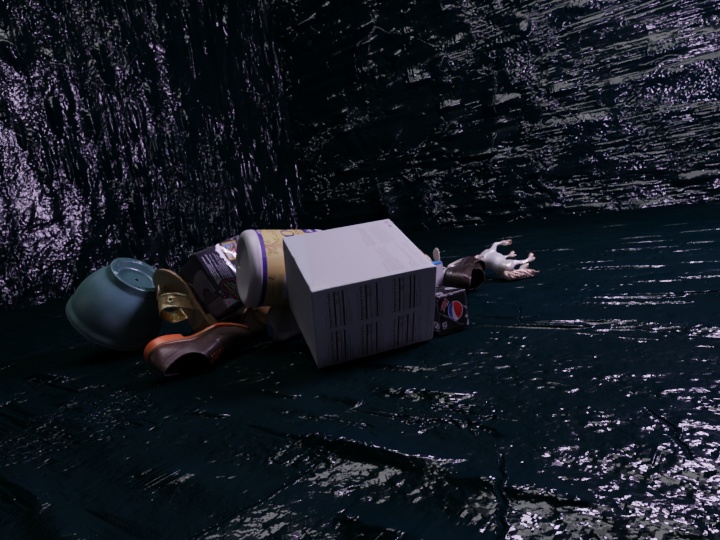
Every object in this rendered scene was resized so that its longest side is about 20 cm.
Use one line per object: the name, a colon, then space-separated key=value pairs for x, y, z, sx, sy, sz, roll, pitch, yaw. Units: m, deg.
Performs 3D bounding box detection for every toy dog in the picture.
toy dog: x=0.160 y=-0.014 z=1.308 sx=0.200 sy=0.096 sz=0.132 roll=-11 pitch=28 yaw=51

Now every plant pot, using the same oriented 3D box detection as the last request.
plant pot: x=-0.512 y=0.058 z=1.128 sx=0.200 sy=0.134 sz=0.200 roll=32 pitch=16 yaw=-10

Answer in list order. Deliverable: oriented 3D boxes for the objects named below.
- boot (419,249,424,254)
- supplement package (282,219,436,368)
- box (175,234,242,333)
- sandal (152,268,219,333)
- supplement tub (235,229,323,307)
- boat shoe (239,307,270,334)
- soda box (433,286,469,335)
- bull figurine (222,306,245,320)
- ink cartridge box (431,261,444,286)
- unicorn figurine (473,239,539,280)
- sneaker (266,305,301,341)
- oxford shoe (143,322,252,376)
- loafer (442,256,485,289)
boot: x=0.099 y=-0.031 z=1.077 sx=0.073 sy=0.076 sz=0.200 roll=-4 pitch=12 yaw=17
supplement package: x=-0.007 y=0.030 z=0.860 sx=0.199 sy=0.148 sz=0.191 roll=-11 pitch=31 yaw=-17
box: x=-0.312 y=0.035 z=1.107 sx=0.115 sy=0.132 sz=0.200 roll=-31 pitch=0 yaw=-41
sandal: x=-0.370 y=0.079 z=1.040 sx=0.078 sy=0.212 sz=0.070 roll=-53 pitch=-12 yaw=31
supplement tub: x=-0.129 y=-0.006 z=0.993 sx=0.199 sy=0.146 sz=0.145 roll=-3 pitch=4 yaw=-25
boat shoe: x=-0.223 y=0.084 z=1.157 sx=0.069 sy=0.074 sz=0.200 roll=-40 pitch=7 yaw=17
soda box: x=0.113 y=0.065 z=0.960 sx=0.063 sy=0.071 sz=0.200 roll=-12 pitch=8 yaw=-27
bull figurine: x=-0.324 y=0.089 z=1.312 sx=0.121 sy=0.065 sz=0.200 roll=-8 pitch=6 yaw=-20
ink cartridge box: x=0.075 y=0.032 z=1.200 sx=0.144 sy=0.085 sz=0.200 roll=-17 pitch=11 yaw=-38
unicorn figurine: x=0.346 y=-0.022 z=1.312 sx=0.137 sy=0.074 sz=0.200 roll=-22 pitch=17 yaw=-15
sneaker: x=-0.112 y=0.089 z=1.041 sx=0.081 sy=0.077 sz=0.200 roll=-3 pitch=11 yaw=32
oxford shoe: x=-0.270 y=0.146 z=0.909 sx=0.200 sy=0.071 sz=0.072 roll=-12 pitch=36 yaw=-42
loafer: x=0.258 y=0.018 z=1.203 sx=0.071 sy=0.073 sz=0.200 roll=11 pitch=19 yaw=29
